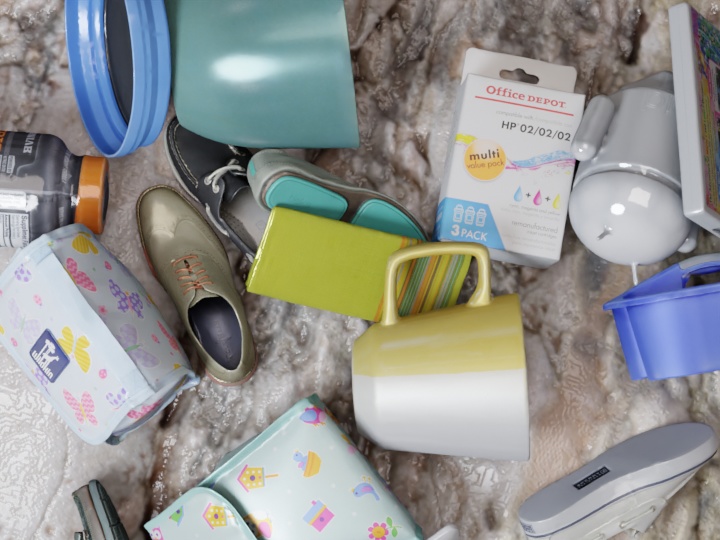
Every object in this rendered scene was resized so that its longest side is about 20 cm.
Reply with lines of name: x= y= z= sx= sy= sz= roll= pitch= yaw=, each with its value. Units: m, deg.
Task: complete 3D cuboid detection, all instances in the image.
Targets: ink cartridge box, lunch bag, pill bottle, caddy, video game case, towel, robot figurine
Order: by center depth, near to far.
lunch bag: x=-0.234 y=0.057 z=1.515 sx=0.127 sy=0.200 sz=0.170 roll=-37 pitch=87 yaw=-8
lunch bag: x=-0.070 y=0.232 z=1.545 sx=0.200 sy=0.122 sz=0.170 roll=-37 pitch=87 yaw=-1
pill bottle: x=-0.328 y=-0.074 z=1.574 sx=0.200 sy=0.106 sz=0.106 roll=4 pitch=82 yaw=-4
towel: x=0.000 y=0.000 z=1.584 sx=0.200 sy=0.018 sz=0.086 roll=13 pitch=107 yaw=-22
caddy: x=0.322 y=0.037 z=1.590 sx=0.200 sy=0.141 sz=0.105 roll=-9 pitch=88 yaw=-6
video game case: x=0.333 y=-0.121 z=1.590 sx=0.024 sy=0.182 sz=0.200 roll=-13 pitch=69 yaw=33
robot figurine: x=0.255 y=-0.087 z=1.597 sx=0.170 sy=0.113 sz=0.200 roll=36 pitch=56 yaw=-25
ink cartridge box: x=0.140 y=-0.112 z=1.632 sx=0.115 sy=0.068 sz=0.200 roll=10 pitch=81 yaw=-3

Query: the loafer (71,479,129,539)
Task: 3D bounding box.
loafer: x=-0.223 y=0.287 z=1.552 sx=0.063 sy=0.072 sz=0.200 roll=-22 pitch=86 yaw=-1

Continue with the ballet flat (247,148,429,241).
ballet flat: x=-0.019 y=-0.060 z=1.600 sx=0.200 sy=0.064 sz=0.067 roll=25 pitch=110 yaw=-35

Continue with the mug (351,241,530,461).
mug: x=0.071 y=0.083 z=1.574 sx=0.153 sy=0.149 sz=0.187 roll=-4 pitch=69 yaw=4

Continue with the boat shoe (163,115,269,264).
boat shoe: x=-0.112 y=-0.066 z=1.611 sx=0.074 sy=0.060 sz=0.200 roll=-32 pitch=86 yaw=-8

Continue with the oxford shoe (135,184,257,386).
oxford shoe: x=-0.146 y=0.008 z=1.591 sx=0.071 sy=0.074 sz=0.200 roll=-28 pitch=85 yaw=-7

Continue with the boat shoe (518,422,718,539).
boat shoe: x=0.243 y=0.208 z=1.604 sx=0.200 sy=0.071 sz=0.070 roll=-27 pitch=112 yaw=-11

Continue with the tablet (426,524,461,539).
tablet: x=0.008 y=0.298 z=1.537 sx=0.200 sy=0.130 sz=0.014 roll=-35 pitch=67 yaw=-8

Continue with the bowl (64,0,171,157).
bowl: x=-0.216 y=-0.202 z=1.557 sx=0.039 sy=0.201 sz=0.201 roll=-8 pitch=82 yaw=-24

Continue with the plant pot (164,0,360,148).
plant pot: x=-0.091 y=-0.199 z=1.566 sx=0.161 sy=0.201 sz=0.201 roll=-8 pitch=83 yaw=-1
